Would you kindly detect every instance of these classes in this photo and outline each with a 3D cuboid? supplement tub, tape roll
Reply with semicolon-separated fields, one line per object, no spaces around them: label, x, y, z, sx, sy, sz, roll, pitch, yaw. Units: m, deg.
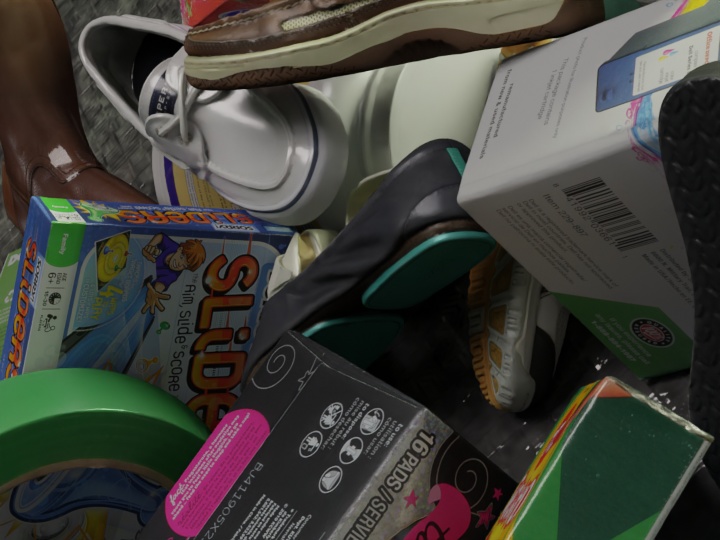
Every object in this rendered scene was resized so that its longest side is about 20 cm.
supplement tub;-0.003;-0.063;1.097;0.199;0.145;0.146;-1;56;50
tape roll;-0.147;0.148;1.002;0.201;0.200;0.048;-48;33;2

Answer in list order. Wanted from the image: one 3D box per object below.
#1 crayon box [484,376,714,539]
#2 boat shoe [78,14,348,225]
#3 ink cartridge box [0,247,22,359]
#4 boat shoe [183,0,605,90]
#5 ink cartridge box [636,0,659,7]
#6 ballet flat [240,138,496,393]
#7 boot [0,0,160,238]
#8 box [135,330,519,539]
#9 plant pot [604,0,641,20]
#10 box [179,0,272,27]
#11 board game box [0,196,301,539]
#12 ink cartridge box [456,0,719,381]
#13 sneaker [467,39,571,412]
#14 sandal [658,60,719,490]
crayon box;0.062;0.140;0.822;0.201;0.051;0.127;-59;-4;-4
boat shoe;-0.081;-0.079;1.028;0.200;0.065;0.074;30;103;50
ink cartridge box;-0.170;0.045;1.230;0.059;0.104;0.201;-21;42;36
boat shoe;0.011;-0.131;0.942;0.201;0.075;0.075;-8;5;15
ink cartridge box;0.189;-0.166;0.915;0.085;0.200;0.146;5;59;51
ballet flat;0.000;0.000;0.983;0.200;0.073;0.073;-43;27;46
boot;-0.142;-0.057;1.101;0.064;0.187;0.200;-24;37;-22
box;-0.024;0.152;0.928;0.201;0.115;0.132;-55;33;-6
plant pot;0.088;-0.189;1.093;0.200;0.199;0.135;14;85;55
box;-0.039;-0.184;1.068;0.200;0.095;0.101;180;84;-76
board game box;-0.116;0.064;1.032;0.034;0.135;0.201;43;125;53
ink cartridge box;0.166;-0.043;0.866;0.199;0.145;0.088;-17;42;43
sneaker;0.107;-0.027;0.995;0.076;0.087;0.202;168;113;-72
sandal;0.166;0.011;0.800;0.075;0.202;0.048;9;30;39
